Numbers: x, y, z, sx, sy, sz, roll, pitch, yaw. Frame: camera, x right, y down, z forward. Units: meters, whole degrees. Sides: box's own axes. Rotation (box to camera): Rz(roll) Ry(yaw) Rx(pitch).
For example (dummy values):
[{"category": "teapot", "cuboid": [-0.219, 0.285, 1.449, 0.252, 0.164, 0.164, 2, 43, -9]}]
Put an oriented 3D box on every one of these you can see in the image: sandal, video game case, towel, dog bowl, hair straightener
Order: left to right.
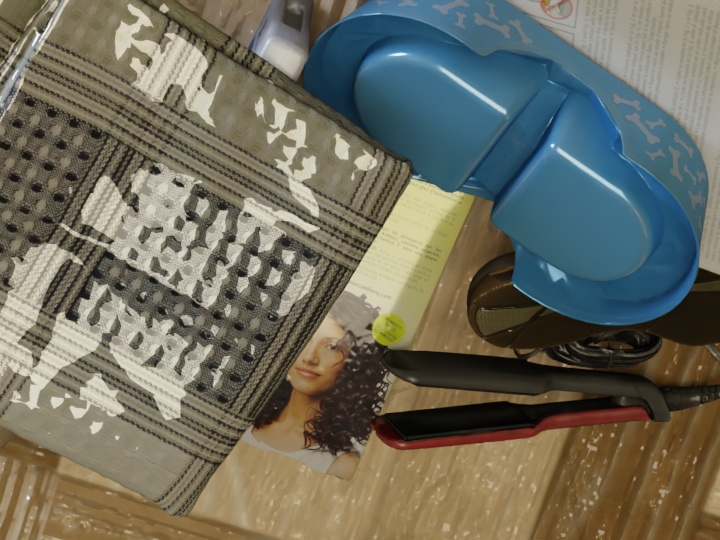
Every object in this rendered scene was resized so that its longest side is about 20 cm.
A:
[{"category": "towel", "cuboid": [-0.104, -0.016, 0.968, 0.200, 0.035, 0.193, 32, 101, -18]}, {"category": "video game case", "cuboid": [-0.077, -0.032, 1.083, 0.023, 0.182, 0.201, 27, 102, -7]}, {"category": "dog bowl", "cuboid": [0.070, -0.058, 1.043, 0.200, 0.050, 0.112, 34, 141, -3]}, {"category": "hair straightener", "cuboid": [0.104, 0.047, 1.164, 0.199, 0.041, 0.077, 0, 110, -19]}, {"category": "sandal", "cuboid": [0.139, -0.002, 1.147, 0.199, 0.055, 0.082, -6, 140, -21]}]

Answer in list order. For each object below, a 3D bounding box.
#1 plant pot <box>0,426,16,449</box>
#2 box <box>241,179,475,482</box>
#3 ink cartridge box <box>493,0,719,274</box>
[{"category": "plant pot", "cuboid": [-0.182, -0.026, 1.089, 0.134, 0.200, 0.201, -33, 105, -14]}, {"category": "box", "cuboid": [0.000, 0.000, 1.163, 0.075, 0.050, 0.201, 20, 103, -8]}, {"category": "ink cartridge box", "cuboid": [0.128, -0.084, 1.053, 0.199, 0.057, 0.163, 23, 140, 18]}]
